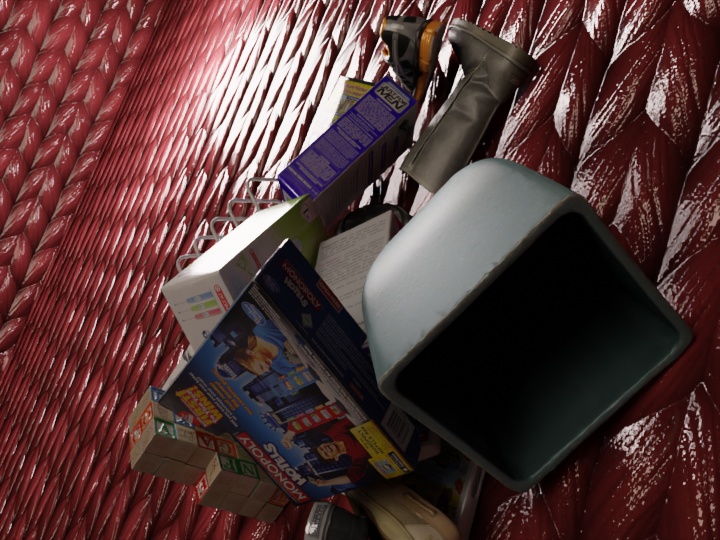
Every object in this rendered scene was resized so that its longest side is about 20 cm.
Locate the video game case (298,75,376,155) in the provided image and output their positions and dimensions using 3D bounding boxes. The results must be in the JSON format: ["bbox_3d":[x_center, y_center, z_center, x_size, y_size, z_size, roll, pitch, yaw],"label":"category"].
[{"bbox_3d":[-0.025,-0.215,1.121,0.183,0.025,0.200,-61,33,5],"label":"video game case"}]

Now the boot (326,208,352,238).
[{"bbox_3d":[0.000,0.000,0.914,0.153,0.073,0.204,-8,61,43],"label":"boot"}]

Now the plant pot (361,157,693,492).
[{"bbox_3d":[0.116,0.020,0.611,0.196,0.196,0.201,-44,31,11],"label":"plant pot"}]

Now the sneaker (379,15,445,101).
[{"bbox_3d":[0.066,-0.289,0.939,0.200,0.076,0.080,78,-149,-85],"label":"sneaker"}]

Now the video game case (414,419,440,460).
[{"bbox_3d":[0.022,0.128,0.740,0.141,0.018,0.202,-25,29,24],"label":"video game case"}]

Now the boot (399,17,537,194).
[{"bbox_3d":[0.116,-0.205,0.894,0.202,0.072,0.182,-60,31,18],"label":"boot"}]

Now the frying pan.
[{"bbox_3d":[0.033,-0.075,0.921,0.113,0.031,0.191,9,45,25],"label":"frying pan"}]

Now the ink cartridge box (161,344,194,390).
[{"bbox_3d":[-0.166,0.143,0.965,0.202,0.143,0.084,-55,34,10],"label":"ink cartridge box"}]

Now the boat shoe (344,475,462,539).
[{"bbox_3d":[0.031,0.228,0.682,0.064,0.072,0.199,-31,22,-15],"label":"boat shoe"}]

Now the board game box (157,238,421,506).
[{"bbox_3d":[-0.074,0.104,0.607,0.198,0.201,0.062,-27,17,38],"label":"board game box"}]

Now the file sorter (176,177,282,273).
[{"bbox_3d":[-0.156,-0.025,1.032,0.199,0.138,0.126,-40,72,31],"label":"file sorter"}]

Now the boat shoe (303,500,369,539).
[{"bbox_3d":[-0.018,0.281,0.679,0.055,0.202,0.070,9,55,9],"label":"boat shoe"}]

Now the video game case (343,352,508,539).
[{"bbox_3d":[0.061,0.169,0.747,0.198,0.023,0.185,2,70,53],"label":"video game case"}]

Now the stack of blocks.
[{"bbox_3d":[-0.186,0.232,0.882,0.059,0.198,0.116,-52,34,13],"label":"stack of blocks"}]

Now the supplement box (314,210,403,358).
[{"bbox_3d":[0.010,0.052,0.721,0.102,0.101,0.202,-24,36,25],"label":"supplement box"}]

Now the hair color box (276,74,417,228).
[{"bbox_3d":[-0.015,-0.145,0.915,0.200,0.065,0.110,-43,-14,-14],"label":"hair color box"}]

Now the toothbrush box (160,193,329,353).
[{"bbox_3d":[-0.099,0.028,0.764,0.085,0.148,0.200,-14,19,31],"label":"toothbrush box"}]
